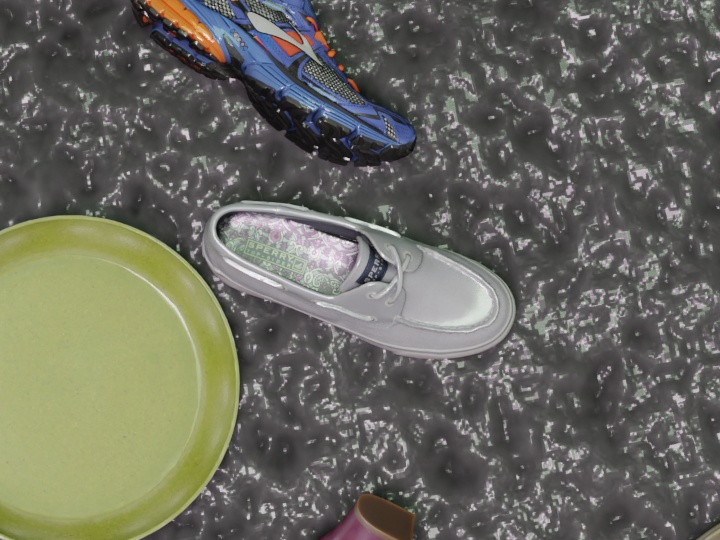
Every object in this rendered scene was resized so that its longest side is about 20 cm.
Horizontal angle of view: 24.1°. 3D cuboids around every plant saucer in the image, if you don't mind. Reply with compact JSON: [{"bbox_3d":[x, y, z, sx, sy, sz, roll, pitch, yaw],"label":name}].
[{"bbox_3d":[-0.172,0.068,1.013,0.199,0.031,0.201,3,80,-15],"label":"plant saucer"}]

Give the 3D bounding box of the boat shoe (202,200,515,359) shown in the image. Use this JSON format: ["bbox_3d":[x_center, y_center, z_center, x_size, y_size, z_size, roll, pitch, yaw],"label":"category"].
[{"bbox_3d":[0.000,0.000,1.028,0.199,0.069,0.072,22,81,1],"label":"boat shoe"}]

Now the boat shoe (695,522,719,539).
[{"bbox_3d":[0.199,0.222,0.987,0.200,0.065,0.072,-42,105,-21],"label":"boat shoe"}]

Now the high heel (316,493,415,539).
[{"bbox_3d":[0.053,0.215,1.019,0.199,0.068,0.096,35,119,-5],"label":"high heel"}]

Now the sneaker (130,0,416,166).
[{"bbox_3d":[-0.045,-0.137,1.046,0.200,0.075,0.079,36,78,1],"label":"sneaker"}]
